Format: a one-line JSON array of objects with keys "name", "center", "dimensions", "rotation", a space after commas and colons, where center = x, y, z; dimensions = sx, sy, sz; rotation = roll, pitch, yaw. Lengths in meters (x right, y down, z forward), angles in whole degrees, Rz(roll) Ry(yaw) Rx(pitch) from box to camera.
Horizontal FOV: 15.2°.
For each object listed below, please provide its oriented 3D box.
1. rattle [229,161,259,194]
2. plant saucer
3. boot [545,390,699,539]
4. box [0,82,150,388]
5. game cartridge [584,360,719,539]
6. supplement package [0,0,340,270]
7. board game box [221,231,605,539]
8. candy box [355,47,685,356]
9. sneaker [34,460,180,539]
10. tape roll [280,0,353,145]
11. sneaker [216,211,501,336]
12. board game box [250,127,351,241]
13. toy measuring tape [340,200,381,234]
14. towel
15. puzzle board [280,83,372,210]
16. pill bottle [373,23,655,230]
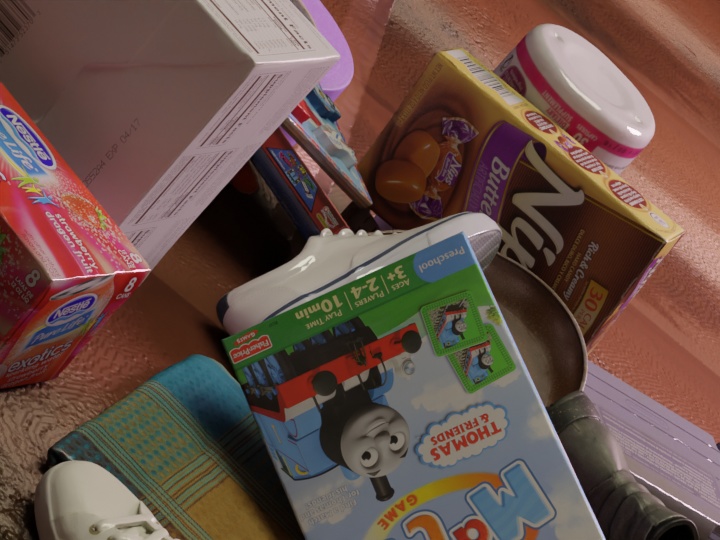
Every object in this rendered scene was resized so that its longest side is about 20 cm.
[{"name": "rattle", "center": [-0.113, -0.122, 1.720], "dimensions": [0.200, 0.143, 0.130], "rotation": [12, 19, -41]}, {"name": "plant saucer", "center": [0.044, 0.053, 1.704], "dimensions": [0.200, 0.032, 0.200], "rotation": [7, 41, -6]}, {"name": "boot", "center": [0.150, 0.173, 1.610], "dimensions": [0.131, 0.068, 0.200], "rotation": [52, -16, 32]}, {"name": "box", "center": [-0.221, -0.039, 1.442], "dimensions": [0.200, 0.095, 0.100], "rotation": [50, 23, 16]}, {"name": "game cartridge", "center": [0.201, 0.133, 1.916], "dimensions": [0.200, 0.038, 0.130], "rotation": [31, 29, -27]}, {"name": "supplement package", "center": [-0.144, -0.106, 1.549], "dimensions": [0.156, 0.200, 0.111], "rotation": [48, 23, 13]}, {"name": "board game box", "center": [0.030, 0.099, 1.484], "dimensions": [0.037, 0.151, 0.200], "rotation": [64, 2, -74]}, {"name": "candy box", "center": [0.101, -0.042, 1.788], "dimensions": [0.200, 0.117, 0.056], "rotation": [39, 20, 10]}, {"name": "sneaker", "center": [-0.086, 0.158, 1.328], "dimensions": [0.073, 0.085, 0.200], "rotation": [-7, 52, -48]}, {"name": "tape roll", "center": [-0.101, -0.179, 1.923], "dimensions": [0.200, 0.066, 0.200], "rotation": [36, 24, -19]}, {"name": "sneaker", "center": [0.000, 0.000, 1.673], "dimensions": [0.200, 0.073, 0.071], "rotation": [-24, 57, -34]}, {"name": "board game box", "center": [-0.076, -0.103, 1.744], "dimensions": [0.200, 0.019, 0.103], "rotation": [55, -8, -8]}, {"name": "toy measuring tape", "center": [0.053, 0.031, 1.806], "dimensions": [0.074, 0.074, 0.200], "rotation": [14, 36, -49]}, {"name": "towel", "center": [-0.082, 0.123, 1.488], "dimensions": [0.147, 0.022, 0.200], "rotation": [45, 24, 5]}, {"name": "puzzle board", "center": [-0.062, -0.143, 1.749], "dimensions": [0.200, 0.017, 0.151], "rotation": [46, 16, -44]}, {"name": "pill bottle", "center": [0.100, -0.065, 1.877], "dimensions": [0.113, 0.200, 0.113], "rotation": [35, 24, -18]}]
